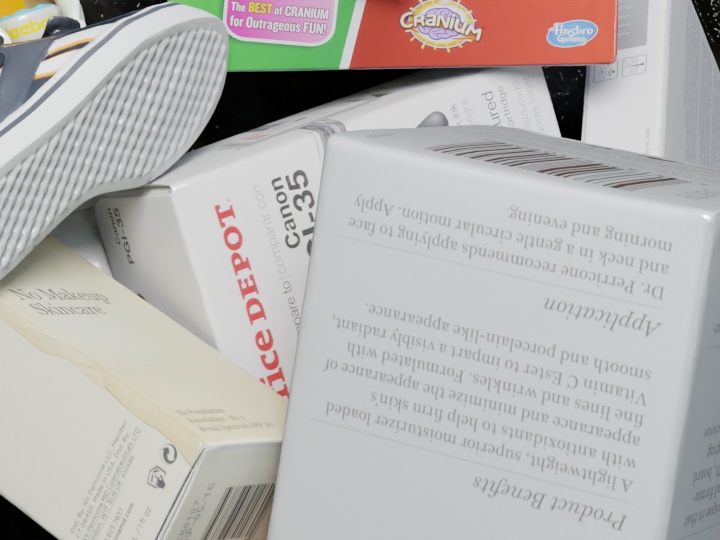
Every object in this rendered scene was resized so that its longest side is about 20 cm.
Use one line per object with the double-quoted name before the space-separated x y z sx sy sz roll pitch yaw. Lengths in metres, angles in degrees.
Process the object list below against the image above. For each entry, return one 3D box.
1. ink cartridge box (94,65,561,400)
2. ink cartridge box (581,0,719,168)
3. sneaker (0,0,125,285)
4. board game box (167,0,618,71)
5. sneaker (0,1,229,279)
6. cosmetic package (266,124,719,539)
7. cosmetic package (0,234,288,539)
"ink cartridge box" 0.000 0.000 1.137 0.200 0.083 0.147 -22 101 -28
"ink cartridge box" 0.153 -0.019 1.203 0.045 0.176 0.200 -9 50 22
"sneaker" -0.152 -0.075 1.144 0.076 0.081 0.200 -20 77 -29
"board game box" 0.009 -0.134 1.172 0.200 0.040 0.153 -2 21 -5
"sneaker" -0.134 -0.064 1.028 0.079 0.078 0.200 22 35 23
"cosmetic package" 0.079 0.054 1.006 0.165 0.200 0.165 14 11 26
"cosmetic package" -0.122 0.047 1.036 0.200 0.073 0.104 34 15 25
